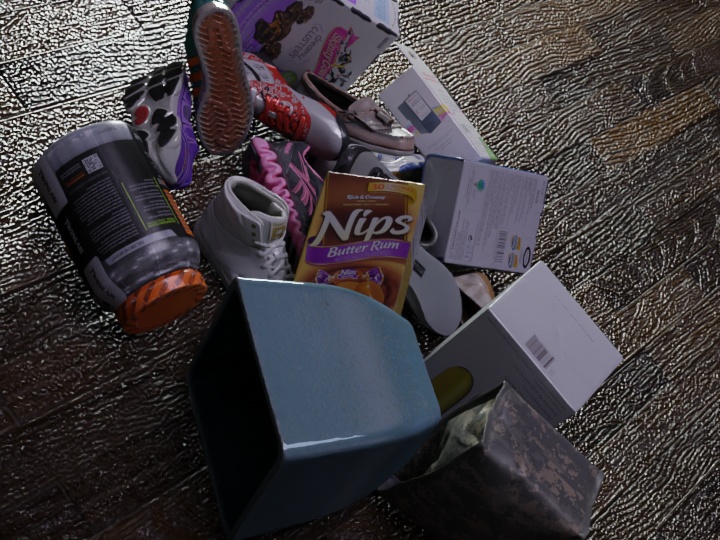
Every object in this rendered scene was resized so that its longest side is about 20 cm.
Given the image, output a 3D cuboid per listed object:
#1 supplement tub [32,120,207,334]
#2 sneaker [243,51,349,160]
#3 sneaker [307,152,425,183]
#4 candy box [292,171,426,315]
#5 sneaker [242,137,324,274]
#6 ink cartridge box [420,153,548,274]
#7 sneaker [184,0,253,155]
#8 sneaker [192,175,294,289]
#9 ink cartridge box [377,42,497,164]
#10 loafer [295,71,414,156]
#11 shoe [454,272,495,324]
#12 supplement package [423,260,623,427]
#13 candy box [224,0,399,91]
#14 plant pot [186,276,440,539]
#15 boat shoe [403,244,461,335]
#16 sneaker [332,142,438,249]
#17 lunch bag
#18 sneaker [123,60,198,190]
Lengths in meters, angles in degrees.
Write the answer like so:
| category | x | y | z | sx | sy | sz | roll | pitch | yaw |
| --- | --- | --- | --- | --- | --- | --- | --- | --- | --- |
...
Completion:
| category | x | y | z | sx | sy | sz | roll | pitch | yaw |
| --- | --- | --- | --- | --- | --- | --- | --- | --- | --- |
| supplement tub | -0.245 | -0.043 | 1.529 | 0.122 | 0.122 | 0.201 | -11 | 66 | -48 |
| sneaker | -0.112 | -0.196 | 1.817 | 0.201 | 0.067 | 0.108 | 44 | 35 | 24 |
| sneaker | 0.016 | -0.143 | 1.914 | 0.199 | 0.075 | 0.088 | -5 | 55 | -50 |
| candy box | -0.002 | -0.013 | 1.607 | 0.116 | 0.057 | 0.201 | 7 | 50 | 10 |
| sneaker | -0.067 | -0.076 | 1.755 | 0.095 | 0.079 | 0.201 | -8 | 64 | -30 |
| ink cartridge box | 0.166 | -0.070 | 1.941 | 0.199 | 0.076 | 0.137 | 7 | 96 | -41 |
| sneaker | -0.168 | -0.235 | 1.743 | 0.071 | 0.201 | 0.080 | -7 | 37 | -12 |
| sneaker | -0.102 | -0.010 | 1.631 | 0.074 | 0.116 | 0.200 | -32 | 76 | -40 |
| ink cartridge box | 0.095 | -0.212 | 2.028 | 0.200 | 0.067 | 0.117 | 54 | 14 | 8 |
| loafer | -0.012 | -0.197 | 1.856 | 0.199 | 0.063 | 0.072 | 24 | 19 | 36 |
| shoe | 0.162 | 0.087 | 1.862 | 0.053 | 0.070 | 0.201 | 5 | 47 | -41 |
| supplement package | 0.165 | 0.124 | 1.719 | 0.152 | 0.200 | 0.151 | 50 | 38 | 3 |
| candy box | -0.076 | -0.316 | 1.896 | 0.199 | 0.168 | 0.072 | 25 | 43 | -26 |
| plant pot | -0.038 | 0.133 | 1.475 | 0.199 | 0.197 | 0.197 | -3 | 58 | -25 |
| boat shoe | 0.056 | 0.005 | 1.822 | 0.200 | 0.063 | 0.071 | 51 | 60 | -34 |
| sneaker | 0.033 | -0.090 | 1.813 | 0.200 | 0.079 | 0.074 | 44 | 68 | -47 |
| lunch bag | 0.133 | 0.237 | 1.594 | 0.164 | 0.200 | 0.118 | 42 | 42 | -13 |
| sneaker | -0.226 | -0.166 | 1.715 | 0.201 | 0.080 | 0.084 | -95 | 161 | -46 |
